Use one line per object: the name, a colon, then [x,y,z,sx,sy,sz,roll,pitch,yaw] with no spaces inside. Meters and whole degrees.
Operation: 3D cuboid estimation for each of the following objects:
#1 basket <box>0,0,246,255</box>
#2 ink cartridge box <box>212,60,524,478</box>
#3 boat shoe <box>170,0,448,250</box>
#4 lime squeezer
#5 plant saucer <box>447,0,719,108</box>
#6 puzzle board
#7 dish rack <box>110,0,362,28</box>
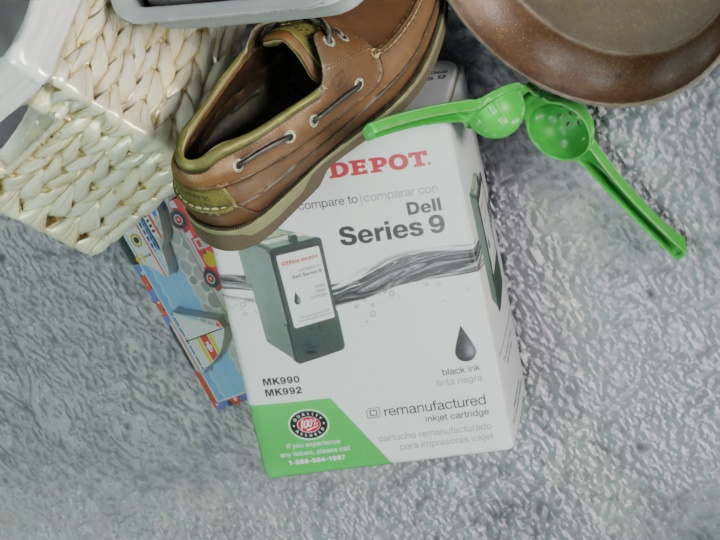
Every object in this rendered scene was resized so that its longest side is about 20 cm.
basket: [-0.140,-0.128,1.592,0.123,0.201,0.135,30,141,-21]
ink cartridge box: [0.000,0.000,1.614,0.145,0.084,0.201,-8,114,12]
boat shoe: [-0.022,-0.101,1.520,0.072,0.200,0.068,21,152,30]
lime squeezer: [0.083,-0.065,1.535,0.199,0.071,0.038,20,156,-28]
plant saucer: [0.116,-0.180,1.481,0.199,0.034,0.201,21,127,29]
puzzle board: [-0.088,-0.018,1.759,0.150,0.017,0.201,-21,101,44]
dish rack: [-0.035,-0.209,1.504,0.171,0.201,0.043,0,156,38]
